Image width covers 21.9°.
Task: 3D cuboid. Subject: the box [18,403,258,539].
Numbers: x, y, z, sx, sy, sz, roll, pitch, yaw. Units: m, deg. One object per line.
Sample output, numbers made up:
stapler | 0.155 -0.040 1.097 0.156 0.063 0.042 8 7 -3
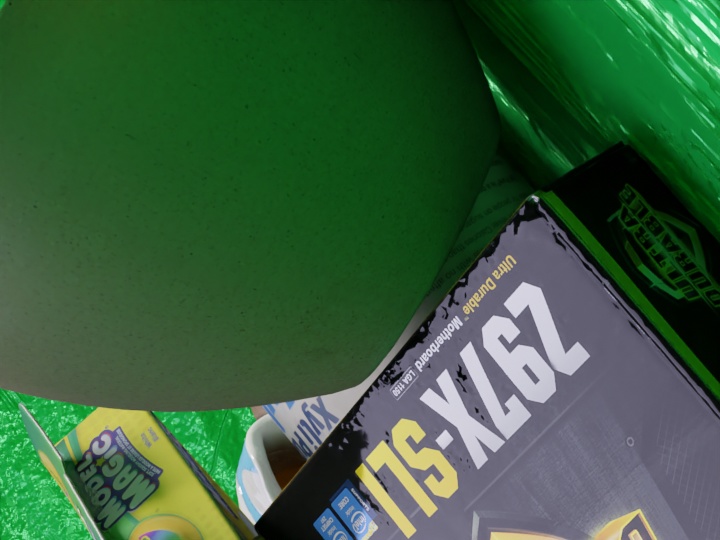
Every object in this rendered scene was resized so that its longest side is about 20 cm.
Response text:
box | -0.042 0.124 0.674 0.200 0.048 0.117 51 176 -38

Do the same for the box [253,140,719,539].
box | 0.067 0.084 0.547 0.160 0.049 0.200 51 138 12

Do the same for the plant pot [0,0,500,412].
plant pot | -0.038 -0.036 0.553 0.134 0.201 0.200 29 179 -6

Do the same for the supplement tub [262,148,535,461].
supplement tub | 0.021 0.018 0.690 0.200 0.132 0.132 50 177 13

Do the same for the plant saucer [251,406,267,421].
plant saucer | 0.036 0.067 0.848 0.199 0.030 0.200 8 168 2

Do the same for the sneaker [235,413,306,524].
sneaker | 0.037 0.118 0.758 0.199 0.077 0.081 17 144 18
